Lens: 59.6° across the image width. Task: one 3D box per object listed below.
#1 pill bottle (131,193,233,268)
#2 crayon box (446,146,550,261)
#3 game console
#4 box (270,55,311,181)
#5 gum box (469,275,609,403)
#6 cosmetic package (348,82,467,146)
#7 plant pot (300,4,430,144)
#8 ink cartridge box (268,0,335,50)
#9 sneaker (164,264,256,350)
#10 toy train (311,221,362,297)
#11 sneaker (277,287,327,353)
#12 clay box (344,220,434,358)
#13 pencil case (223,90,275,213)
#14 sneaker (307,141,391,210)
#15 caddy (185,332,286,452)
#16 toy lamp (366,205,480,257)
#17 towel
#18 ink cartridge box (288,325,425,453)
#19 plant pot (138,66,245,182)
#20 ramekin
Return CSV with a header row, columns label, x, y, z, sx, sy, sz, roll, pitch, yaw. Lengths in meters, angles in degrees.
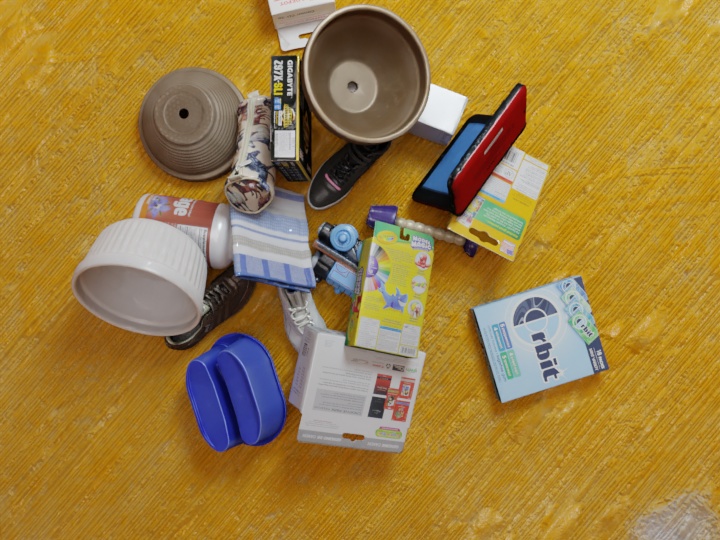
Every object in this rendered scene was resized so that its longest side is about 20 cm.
label,x,y,z,sx,sy,sz,roll,pitch,yaw
pill bottle,-0.276,-0.064,1.072,0.198,0.112,0.114,7,89,-1
crayon box,0.232,-0.118,1.077,0.125,0.052,0.201,26,69,0
game console,0.169,-0.203,1.022,0.118,0.172,0.201,33,81,22
box,-0.111,-0.240,1.032,0.049,0.200,0.162,-1,88,1
gum box,0.313,0.119,1.106,0.198,0.045,0.172,-17,89,0
cosmetic package,0.075,-0.288,1.084,0.198,0.102,0.075,22,90,1
plant pot,0.000,-0.291,0.969,0.199,0.093,0.203,-1,92,-18
ink cartridge box,-0.109,-0.502,1.101,0.115,0.067,0.202,-13,89,0
sneaker,-0.257,0.065,1.087,0.070,0.076,0.200,43,90,0
toy train,0.000,0.000,1.088,0.199,0.087,0.115,31,95,0
sneaker,-0.108,0.067,1.084,0.074,0.087,0.202,-20,91,-3
clay box,0.049,0.032,1.011,0.114,0.048,0.202,14,79,-21
pencil case,-0.173,-0.197,1.029,0.077,0.090,0.202,-2,58,5
sneaker,-0.021,-0.186,1.082,0.200,0.099,0.071,-44,91,0
caddy,-0.207,0.209,1.074,0.140,0.105,0.202,-18,90,22
toy lamp,0.109,-0.073,1.102,0.198,0.058,0.059,13,89,0
towel,-0.145,-0.063,1.038,0.146,0.024,0.202,14,51,-32
ink cartridge box,-0.010,0.200,1.052,0.198,0.084,0.178,14,89,-21
plant pot,-0.292,-0.259,1.085,0.198,0.093,0.203,0,89,-2
ramekin,-0.339,0.008,0.995,0.198,0.201,0.106,7,54,0
